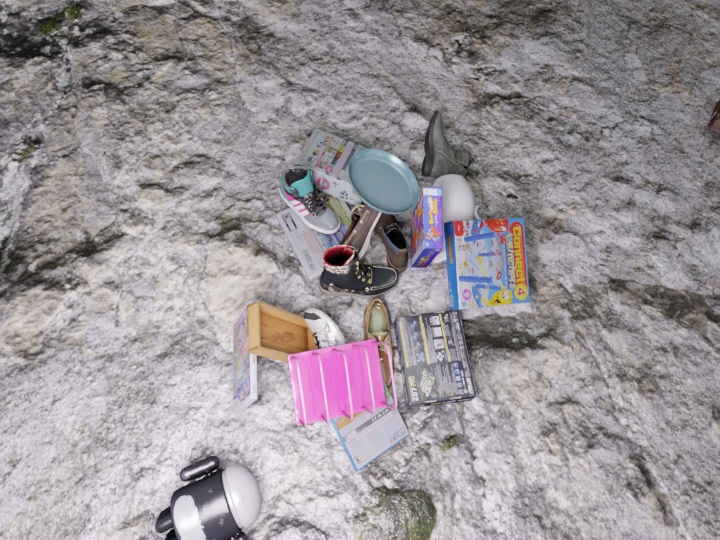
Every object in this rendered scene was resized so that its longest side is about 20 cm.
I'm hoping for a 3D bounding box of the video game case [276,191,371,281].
[{"bbox_3d":[-0.093,-0.097,1.329,0.178,0.022,0.204,-26,69,-15],"label":"video game case"}]

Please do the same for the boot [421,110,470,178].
[{"bbox_3d":[0.240,-0.334,1.445,0.126,0.068,0.208,10,72,-5],"label":"boot"}]

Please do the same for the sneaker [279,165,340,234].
[{"bbox_3d":[-0.125,-0.184,1.287,0.198,0.122,0.084,39,67,14],"label":"sneaker"}]

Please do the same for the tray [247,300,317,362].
[{"bbox_3d":[-0.163,0.143,1.130,0.036,0.198,0.102,-20,62,28],"label":"tray"}]

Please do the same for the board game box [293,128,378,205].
[{"bbox_3d":[-0.060,-0.272,1.375,0.194,0.065,0.150,23,54,4],"label":"board game box"}]

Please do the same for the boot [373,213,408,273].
[{"bbox_3d":[0.077,-0.105,1.303,0.072,0.098,0.206,-16,68,-11],"label":"boot"}]

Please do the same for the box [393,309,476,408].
[{"bbox_3d":[0.168,0.200,1.200,0.155,0.049,0.207,-5,66,-9],"label":"box"}]

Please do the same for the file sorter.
[{"bbox_3d":[-0.036,0.224,1.048,0.192,0.125,0.145,-8,84,-15],"label":"file sorter"}]

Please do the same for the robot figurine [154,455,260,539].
[{"bbox_3d":[-0.287,0.459,1.008,0.194,0.154,0.125,-22,39,-13],"label":"robot figurine"}]

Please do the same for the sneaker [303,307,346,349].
[{"bbox_3d":[-0.071,0.177,1.157,0.087,0.076,0.202,-38,88,-21],"label":"sneaker"}]

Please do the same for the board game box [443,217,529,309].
[{"bbox_3d":[0.300,-0.018,1.247,0.188,0.056,0.209,-4,90,-17],"label":"board game box"}]

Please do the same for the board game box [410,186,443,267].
[{"bbox_3d":[0.152,-0.095,1.233,0.043,0.200,0.140,2,78,-3],"label":"board game box"}]

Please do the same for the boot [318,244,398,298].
[{"bbox_3d":[-0.001,0.001,1.217,0.195,0.155,0.076,-3,65,-5],"label":"boot"}]

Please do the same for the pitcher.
[{"bbox_3d":[0.254,-0.129,1.321,0.165,0.122,0.208,1,75,-8],"label":"pitcher"}]

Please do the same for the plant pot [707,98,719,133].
[{"bbox_3d":[1.132,-0.446,1.499,0.194,0.202,0.203,27,66,17],"label":"plant pot"}]

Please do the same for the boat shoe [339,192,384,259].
[{"bbox_3d":[0.003,-0.123,1.290,0.059,0.071,0.205,31,66,-23],"label":"boat shoe"}]

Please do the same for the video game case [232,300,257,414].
[{"bbox_3d":[-0.249,0.188,1.123,0.017,0.143,0.207,6,62,-26],"label":"video game case"}]

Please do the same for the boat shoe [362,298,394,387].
[{"bbox_3d":[0.038,0.161,1.192,0.073,0.074,0.207,-5,66,-6],"label":"boat shoe"}]

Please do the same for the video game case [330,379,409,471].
[{"bbox_3d":[0.003,0.298,1.123,0.140,0.018,0.205,-27,90,-16],"label":"video game case"}]

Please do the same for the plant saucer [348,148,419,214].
[{"bbox_3d":[0.055,-0.217,1.309,0.193,0.028,0.206,13,53,-17],"label":"plant saucer"}]
